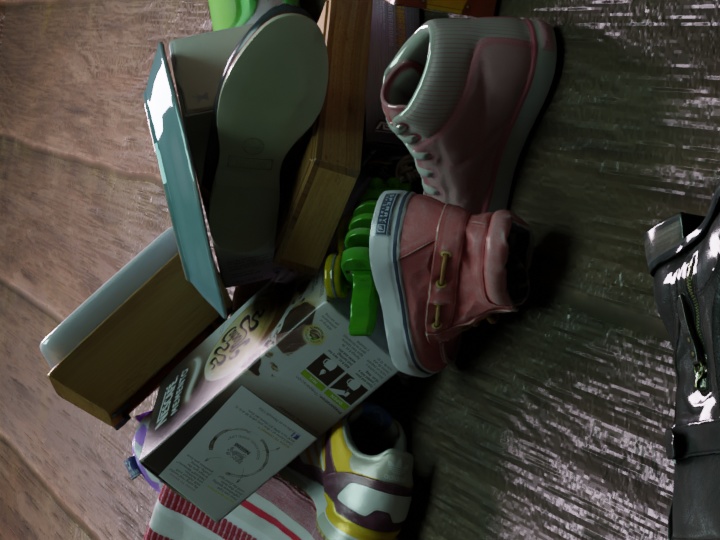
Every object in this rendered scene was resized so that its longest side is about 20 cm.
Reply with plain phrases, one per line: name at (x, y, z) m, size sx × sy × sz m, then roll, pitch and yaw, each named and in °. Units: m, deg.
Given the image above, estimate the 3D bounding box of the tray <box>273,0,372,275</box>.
tray at (-0.027, -0.102, 1.620) m, size 0.201 × 0.037 × 0.099 m, roll -87°, pitch 16°, yaw -48°

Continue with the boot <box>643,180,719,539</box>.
boot at (0.196, 0.050, 1.099) m, size 0.200 × 0.069 × 0.176 m, roll 141°, pitch 128°, yaw -69°

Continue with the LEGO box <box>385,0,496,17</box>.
LEGO box at (0.056, -0.290, 1.594) m, size 0.149 × 0.077 × 0.202 m, roll -137°, pitch 56°, yaw -67°

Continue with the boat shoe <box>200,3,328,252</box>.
boat shoe at (-0.068, -0.105, 1.559) m, size 0.063 × 0.071 × 0.201 m, roll -92°, pitch 14°, yaw -49°

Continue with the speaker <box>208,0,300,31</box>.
speaker at (-0.093, -0.233, 2.001) m, size 0.201 × 0.088 × 0.089 m, roll -102°, pitch 27°, yaw -44°

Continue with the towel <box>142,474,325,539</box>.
towel at (-0.101, 0.218, 1.797) m, size 0.023 × 0.143 × 0.201 m, roll -46°, pitch -16°, yaw -49°

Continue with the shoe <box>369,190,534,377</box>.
shoe at (0.066, 0.017, 1.468) m, size 0.200 × 0.090 × 0.072 m, roll 72°, pitch -150°, yaw -60°

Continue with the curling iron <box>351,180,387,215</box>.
curling iron at (0.000, 0.000, 1.715) m, size 0.201 × 0.049 × 0.026 m, roll 112°, pitch 158°, yaw -50°

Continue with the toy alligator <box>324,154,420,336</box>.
toy alligator at (0.015, -0.036, 1.567) m, size 0.201 × 0.059 × 0.055 m, roll -72°, pitch -23°, yaw -47°

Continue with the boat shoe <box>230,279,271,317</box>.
boat shoe at (-0.082, 0.060, 1.889) m, size 0.072 × 0.072 × 0.202 m, roll -156°, pitch 68°, yaw -69°

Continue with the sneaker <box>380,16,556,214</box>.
sneaker at (0.051, -0.082, 1.494) m, size 0.076 × 0.104 × 0.201 m, roll -108°, pitch 30°, yaw -49°

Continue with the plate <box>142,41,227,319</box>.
plate at (-0.128, -0.061, 1.610) m, size 0.200 × 0.025 × 0.202 m, roll 167°, pitch 90°, yaw -87°

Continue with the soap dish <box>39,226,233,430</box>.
soap dish at (-0.173, 0.050, 1.791) m, size 0.157 × 0.081 × 0.200 m, roll -43°, pitch -2°, yaw -9°

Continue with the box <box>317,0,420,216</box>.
box at (-0.009, -0.125, 1.767) m, size 0.200 × 0.048 × 0.160 m, roll 132°, pitch 142°, yaw -59°

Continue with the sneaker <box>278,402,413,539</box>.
sneaker at (-0.007, 0.130, 1.654) m, size 0.200 × 0.074 × 0.091 m, roll 45°, pitch 117°, yaw 59°

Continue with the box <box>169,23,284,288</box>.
box at (-0.091, -0.083, 1.701) m, size 0.201 × 0.068 × 0.083 m, roll 82°, pitch 176°, yaw -52°

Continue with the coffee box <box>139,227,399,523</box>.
coffee box at (-0.061, 0.074, 1.643) m, size 0.200 × 0.080 × 0.113 m, roll -42°, pitch 20°, yaw 24°

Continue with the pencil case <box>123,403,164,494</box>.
pencil case at (-0.100, 0.105, 1.799) m, size 0.200 × 0.084 × 0.086 m, roll -38°, pitch 66°, yaw 35°

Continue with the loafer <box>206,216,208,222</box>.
loafer at (-0.086, -0.111, 1.798) m, size 0.201 × 0.075 × 0.069 m, roll 117°, pitch 147°, yaw -48°
